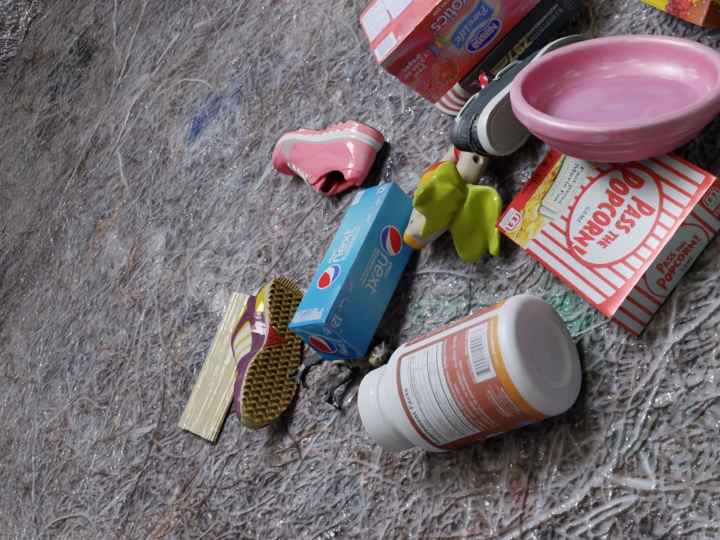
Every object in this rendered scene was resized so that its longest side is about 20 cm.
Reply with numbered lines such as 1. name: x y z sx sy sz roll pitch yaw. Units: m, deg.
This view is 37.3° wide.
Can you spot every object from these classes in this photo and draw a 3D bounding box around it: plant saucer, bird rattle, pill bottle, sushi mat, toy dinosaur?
1. plant saucer: 0.240 -0.157 0.989 0.199 0.051 0.201 -8 32 5
2. bird rattle: 0.101 -0.105 1.155 0.163 0.112 0.201 -39 31 55
3. pill bottle: 0.096 0.105 0.999 0.200 0.112 0.113 -26 47 38
4. sushi mat: -0.180 0.122 1.410 0.095 0.012 0.201 6 71 53
5. toy dinosaur: -0.031 0.103 1.216 0.088 0.047 0.200 -56 33 -10

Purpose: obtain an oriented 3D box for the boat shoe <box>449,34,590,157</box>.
1. boat shoe: 0.167 -0.182 1.089 0.200 0.076 0.060 -35 25 -34

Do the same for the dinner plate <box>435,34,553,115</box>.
1. dinner plate: 0.159 -0.268 1.261 0.200 0.024 0.201 -31 44 35

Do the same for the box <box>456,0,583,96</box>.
1. box: 0.152 -0.309 1.234 0.158 0.051 0.200 -45 39 21

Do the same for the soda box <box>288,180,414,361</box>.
1. soda box: 0.000 0.000 1.192 0.064 0.068 0.201 -10 45 48

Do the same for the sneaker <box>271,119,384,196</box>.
1. sneaker: -0.057 -0.138 1.391 0.200 0.074 0.087 -6 63 49

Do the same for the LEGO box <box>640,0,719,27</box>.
1. LEGO box: 0.327 -0.341 0.988 0.149 0.077 0.201 47 130 51

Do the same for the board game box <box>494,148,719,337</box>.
1. board game box: 0.233 -0.053 0.998 0.152 0.046 0.200 -55 36 8

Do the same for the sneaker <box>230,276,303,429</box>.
1. sneaker: -0.123 0.109 1.309 0.090 0.075 0.201 -30 38 47

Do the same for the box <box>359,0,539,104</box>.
1. box: 0.105 -0.296 1.160 0.200 0.094 0.103 -44 41 23
